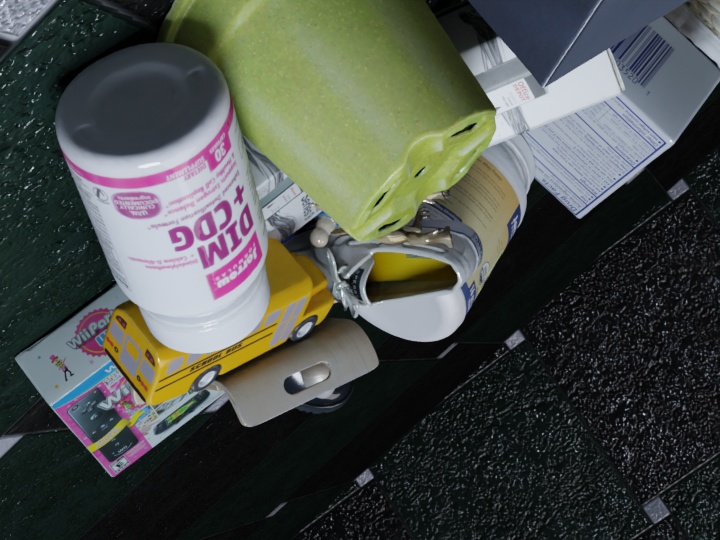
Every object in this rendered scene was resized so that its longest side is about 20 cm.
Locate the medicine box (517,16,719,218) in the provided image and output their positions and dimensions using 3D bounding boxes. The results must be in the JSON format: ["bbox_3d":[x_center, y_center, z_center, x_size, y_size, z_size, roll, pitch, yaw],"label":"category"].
[{"bbox_3d":[0.207,-0.174,1.361,0.103,0.182,0.200,-48,-179,-25],"label":"medicine box"}]

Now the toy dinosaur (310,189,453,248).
[{"bbox_3d":[0.022,-0.039,1.164,0.100,0.059,0.200,-9,-176,10],"label":"toy dinosaur"}]

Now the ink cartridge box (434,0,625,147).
[{"bbox_3d":[0.094,-0.160,1.143,0.198,0.084,0.147,-22,-158,8],"label":"ink cartridge box"}]

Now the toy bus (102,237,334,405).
[{"bbox_3d":[-0.105,0.034,1.136,0.199,0.065,0.079,-26,154,-39],"label":"toy bus"}]

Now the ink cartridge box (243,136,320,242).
[{"bbox_3d":[-0.099,-0.069,1.151,0.199,0.084,0.146,-38,165,-9],"label":"ink cartridge box"}]

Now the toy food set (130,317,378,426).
[{"bbox_3d":[-0.096,0.092,1.248,0.143,0.061,0.199,-23,-167,-34],"label":"toy food set"}]

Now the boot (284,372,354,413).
[{"bbox_3d":[-0.069,0.044,1.393,0.168,0.199,0.077,-51,-170,49],"label":"boot"}]

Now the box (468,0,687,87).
[{"bbox_3d":[0.144,-0.261,0.958,0.199,0.199,0.124,-31,164,-30],"label":"box"}]

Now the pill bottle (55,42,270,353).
[{"bbox_3d":[-0.124,-0.042,0.968,0.113,0.113,0.201,-35,143,-19],"label":"pill bottle"}]

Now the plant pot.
[{"bbox_3d":[-0.009,-0.130,0.989,0.200,0.185,0.201,-37,166,-11],"label":"plant pot"}]

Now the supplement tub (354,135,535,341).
[{"bbox_3d":[0.073,-0.049,1.378,0.201,0.144,0.145,-56,176,-30],"label":"supplement tub"}]

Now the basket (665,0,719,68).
[{"bbox_3d":[0.388,-0.320,1.465,0.161,0.200,0.198,-53,162,28],"label":"basket"}]

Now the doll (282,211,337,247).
[{"bbox_3d":[-0.061,-0.058,1.261,0.199,0.137,0.049,-34,126,-3],"label":"doll"}]

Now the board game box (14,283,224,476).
[{"bbox_3d":[-0.216,0.097,1.335,0.147,0.064,0.200,-38,154,-11],"label":"board game box"}]

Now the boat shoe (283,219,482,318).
[{"bbox_3d":[0.002,0.004,1.242,0.086,0.200,0.075,-56,141,-55],"label":"boat shoe"}]

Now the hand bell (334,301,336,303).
[{"bbox_3d":[-0.039,-0.067,1.386,0.104,0.104,0.201,-34,152,-24],"label":"hand bell"}]
